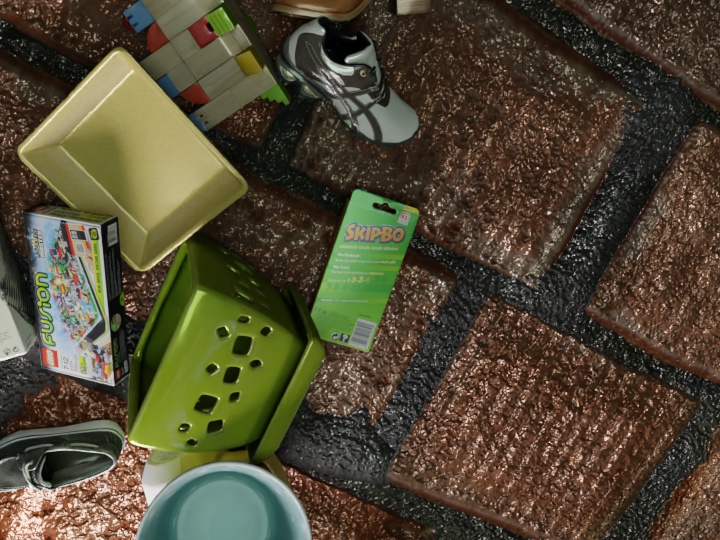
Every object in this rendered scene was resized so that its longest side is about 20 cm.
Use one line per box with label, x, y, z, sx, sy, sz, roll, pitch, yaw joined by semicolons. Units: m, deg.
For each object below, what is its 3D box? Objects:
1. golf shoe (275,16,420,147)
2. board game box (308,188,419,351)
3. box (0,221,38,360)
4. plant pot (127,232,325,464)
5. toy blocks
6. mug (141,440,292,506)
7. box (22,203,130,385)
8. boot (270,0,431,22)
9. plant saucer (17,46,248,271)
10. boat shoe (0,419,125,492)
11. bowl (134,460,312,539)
golf shoe;0.003;-0.211;0.894;0.198;0.079;0.094;24;144;-29
board game box;0.000;0.000;1.017;0.094;0.030;0.203;16;107;-16
box;-0.441;0.000;0.908;0.067;0.082;0.204;-14;111;-5
plant pot;-0.157;0.098;0.935;0.179;0.199;0.203;23;103;-23
toy blocks;-0.187;-0.242;0.875;0.135;0.100;0.201;-28;115;13
mug;-0.194;0.288;1.027;0.184;0.149;0.156;-25;103;-16
box;-0.333;0.030;0.930;0.108;0.035;0.204;9;113;17
boot;-0.010;-0.359;0.867;0.196;0.077;0.158;-9;111;-10
plant saucer;-0.252;-0.124;0.891;0.198;0.049;0.200;-33;112;26
boat shoe;-0.400;0.242;1.000;0.196;0.071;0.073;-17;111;-4
bowl;-0.158;0.309;0.912;0.196;0.105;0.206;0;92;-11
